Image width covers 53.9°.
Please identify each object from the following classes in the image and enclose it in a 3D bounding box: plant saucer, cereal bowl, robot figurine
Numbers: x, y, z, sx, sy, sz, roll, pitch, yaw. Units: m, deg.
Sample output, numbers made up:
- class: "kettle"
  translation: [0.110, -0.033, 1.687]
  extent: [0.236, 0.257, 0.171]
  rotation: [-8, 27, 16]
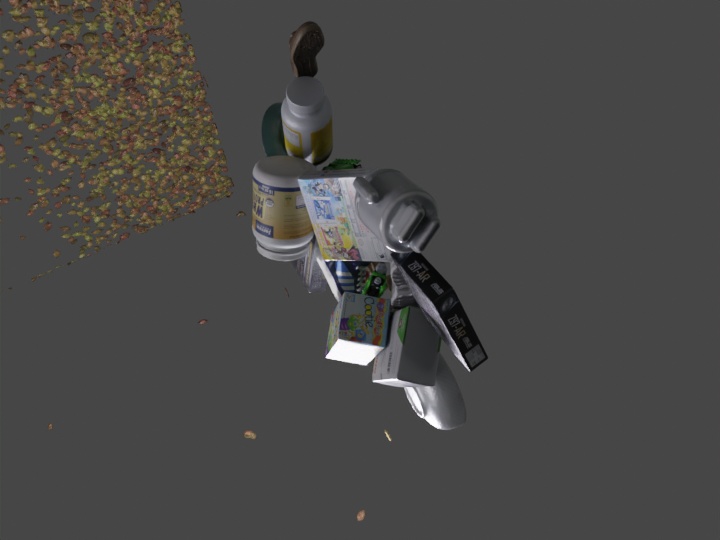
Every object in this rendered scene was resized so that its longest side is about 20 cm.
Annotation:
- class: "plant saucer"
  translation: [-0.156, -0.308, 1.699]
  extent: [0.036, 0.200, 0.203]
  rotation: [-11, 107, 35]
- class: "cereal bowl"
  translation: [0.153, 0.267, 1.581]
  extent: [0.202, 0.082, 0.201]
  rotation: [60, 165, 26]
- class: "robot figurine"
  translation: [0.060, -0.105, 1.217]
  extent: [0.169, 0.113, 0.200]
  rotation: [33, -171, -36]

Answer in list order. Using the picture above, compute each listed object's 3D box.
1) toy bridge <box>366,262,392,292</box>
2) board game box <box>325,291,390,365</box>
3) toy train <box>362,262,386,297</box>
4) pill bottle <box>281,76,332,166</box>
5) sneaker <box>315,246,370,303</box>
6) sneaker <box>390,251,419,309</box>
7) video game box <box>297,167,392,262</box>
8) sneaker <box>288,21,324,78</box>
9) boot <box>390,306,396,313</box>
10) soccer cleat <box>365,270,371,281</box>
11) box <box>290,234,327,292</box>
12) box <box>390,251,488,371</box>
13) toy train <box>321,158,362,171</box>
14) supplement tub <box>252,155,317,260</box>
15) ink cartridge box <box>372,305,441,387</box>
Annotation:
- class: "toy bridge"
  translation: [0.045, 0.006, 1.681]
  extent: [0.200, 0.027, 0.068]
  rotation: [-133, 22, -60]
- class: "board game box"
  translation: [-0.009, 0.129, 1.536]
  extent: [0.200, 0.101, 0.107]
  rotation: [121, 158, -69]
- class: "toy train"
  translation: [0.034, 0.027, 1.516]
  extent: [0.041, 0.057, 0.200]
  rotation: [21, 168, 1]
- class: "pill bottle"
  translation: [-0.116, -0.327, 1.556]
  extent: [0.113, 0.111, 0.201]
  rotation: [60, 166, 23]
- class: "sneaker"
  translation: [0.000, 0.000, 1.624]
  extent: [0.202, 0.145, 0.081]
  rotation: [59, -158, -10]
- class: "sneaker"
  translation: [0.097, 0.014, 1.433]
  extent: [0.201, 0.073, 0.083]
  rotation: [85, -175, -58]
- class: "video game box"
  translation: [-0.022, -0.113, 1.477]
  extent: [0.180, 0.047, 0.202]
  rotation: [1, 123, 29]
- class: "sneaker"
  translation: [-0.122, -0.458, 1.435]
  extent: [0.076, 0.070, 0.200]
  rotation: [65, 167, 7]
- class: "boot"
  translation: [0.065, 0.130, 1.665]
  extent: [0.076, 0.096, 0.200]
  rotation: [68, 168, -10]
- class: "soccer cleat"
  translation: [0.007, 0.068, 1.779]
  extent: [0.069, 0.084, 0.202]
  rotation: [-98, -16, -69]
- class: "box"
  translation: [-0.122, -0.075, 1.728]
  extent: [0.159, 0.048, 0.202]
  rotation: [-126, 36, -46]
- class: "box"
  translation: [0.139, 0.064, 1.245]
  extent: [0.201, 0.043, 0.160]
  rotation: [58, 176, -39]
- class: "toy train"
  translation: [-0.042, -0.221, 1.566]
  extent: [0.042, 0.056, 0.200]
  rotation: [69, 167, -15]
- class: "supplement tub"
  translation: [-0.170, -0.139, 1.580]
  extent: [0.145, 0.142, 0.203]
  rotation: [-131, 39, -52]
- class: "ink cartridge box"
  translation: [0.095, 0.162, 1.460]
  extent: [0.200, 0.083, 0.149]
  rotation: [144, 138, -75]
